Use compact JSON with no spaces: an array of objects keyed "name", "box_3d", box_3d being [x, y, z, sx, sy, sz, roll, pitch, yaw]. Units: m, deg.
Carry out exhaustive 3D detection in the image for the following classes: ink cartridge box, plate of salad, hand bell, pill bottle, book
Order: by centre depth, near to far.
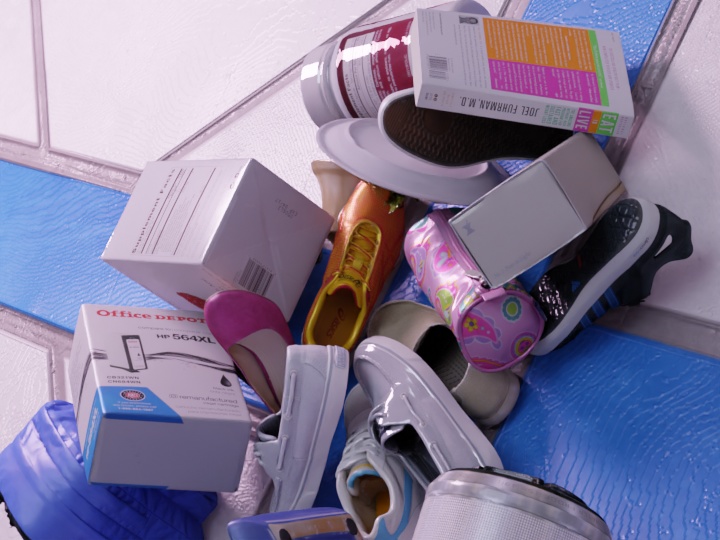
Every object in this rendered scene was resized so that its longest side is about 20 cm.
[{"name":"book","box_3d":[0.148,-0.184,1.575,0.134,0.197,0.048,-91,11,-53]},{"name":"ink cartridge box","box_3d":[-0.195,0.118,1.624,0.201,0.144,0.085,-117,36,-56]},{"name":"plate of salad","box_3d":[0.050,-0.098,1.639,0.200,0.198,0.049,42,124,47]},{"name":"hand bell","box_3d":[-0.023,-0.001,1.715,0.103,0.104,0.203,6,80,43]},{"name":"pill bottle","box_3d":[0.042,-0.203,1.751,0.198,0.114,0.115,-9,58,38]}]

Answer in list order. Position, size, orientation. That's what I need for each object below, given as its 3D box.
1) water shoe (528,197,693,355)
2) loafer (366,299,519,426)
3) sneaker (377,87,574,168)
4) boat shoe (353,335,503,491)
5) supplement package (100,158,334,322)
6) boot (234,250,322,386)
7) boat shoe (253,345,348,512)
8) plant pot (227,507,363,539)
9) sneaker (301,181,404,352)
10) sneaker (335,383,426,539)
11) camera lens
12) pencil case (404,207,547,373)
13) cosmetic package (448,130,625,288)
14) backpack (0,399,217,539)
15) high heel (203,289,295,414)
[{"name":"water shoe","box_3d":[0.215,0.019,1.490,0.200,0.078,0.072,-49,31,44]},{"name":"loafer","box_3d":[0.068,0.073,1.582,0.199,0.068,0.076,30,85,47]},{"name":"sneaker","box_3d":[0.099,-0.136,1.619,0.085,0.198,0.074,-148,66,-64]},{"name":"boat shoe","box_3d":[0.044,0.139,1.511,0.200,0.068,0.072,51,145,28]},{"name":"supplement package","box_3d":[-0.145,-0.031,1.701,0.199,0.121,0.121,3,64,53]},{"name":"boot","box_3d":[-0.093,0.019,1.759,0.130,0.068,0.201,-38,43,19]},{"name":"boat shoe","box_3d":[-0.064,0.155,1.572,0.072,0.068,0.202,-89,13,-53]},{"name":"plant pot","box_3d":[-0.077,0.310,1.422,0.179,0.199,0.202,-33,71,22]},{"name":"sneaker","box_3d":[0.000,0.000,1.641,0.077,0.072,0.202,130,158,-77]},{"name":"sneaker","box_3d":[0.018,0.176,1.552,0.076,0.081,0.201,-35,44,21]},{"name":"camera lens","box_3d":[0.106,0.269,1.354,0.159,0.160,0.202,3,66,42]},{"name":"pencil case","box_3d":[0.102,0.012,1.546,0.087,0.087,0.200,-45,26,9]},{"name":"cosmetic package","box_3d":[0.160,-0.058,1.496,0.103,0.074,0.200,-33,1,23]},{"name":"backpack","box_3d":[-0.257,0.213,1.683,0.168,0.200,0.162,-51,42,2]},{"name":"high heel","box_3d":[-0.088,0.095,1.609,0.067,0.200,0.097,-22,55,5]}]
